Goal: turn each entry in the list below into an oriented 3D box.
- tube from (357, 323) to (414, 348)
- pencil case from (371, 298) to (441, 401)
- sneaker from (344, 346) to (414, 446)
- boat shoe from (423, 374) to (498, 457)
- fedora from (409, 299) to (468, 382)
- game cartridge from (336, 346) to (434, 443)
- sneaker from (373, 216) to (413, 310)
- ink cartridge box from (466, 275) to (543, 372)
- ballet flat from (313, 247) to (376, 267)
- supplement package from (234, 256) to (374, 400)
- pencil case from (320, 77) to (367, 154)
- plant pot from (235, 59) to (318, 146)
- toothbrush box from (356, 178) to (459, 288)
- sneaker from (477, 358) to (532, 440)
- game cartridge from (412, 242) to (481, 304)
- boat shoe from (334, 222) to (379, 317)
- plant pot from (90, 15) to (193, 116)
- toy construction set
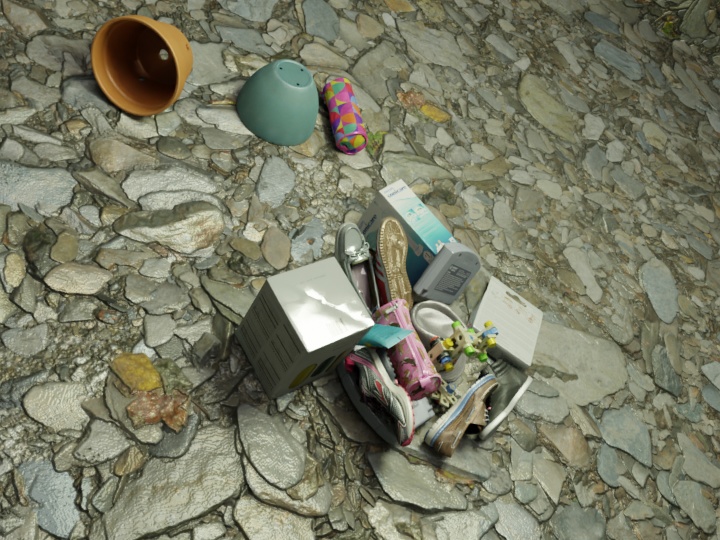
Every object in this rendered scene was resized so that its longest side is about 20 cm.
[{"bbox_3d":[0.003,0.120,1.295,0.077,0.199,0.051,-33,114,-40],"label":"tube"},{"bbox_3d":[0.087,0.151,1.308,0.086,0.083,0.201,33,28,-49],"label":"pencil case"},{"bbox_3d":[0.038,0.233,1.251,0.074,0.081,0.201,-17,59,-21],"label":"sneaker"},{"bbox_3d":[0.215,0.290,1.352,0.072,0.072,0.200,40,67,22],"label":"boat shoe"},{"bbox_3d":[0.161,0.132,1.442,0.199,0.090,0.177,32,48,-6],"label":"fedora"},{"bbox_3d":[0.042,0.230,1.333,0.133,0.041,0.201,-21,70,-42],"label":"game cartridge"},{"bbox_3d":[0.051,-0.007,1.444,0.071,0.112,0.202,-6,87,-26],"label":"sneaker"},{"bbox_3d":[0.334,0.124,1.587,0.162,0.050,0.200,35,39,-2],"label":"ink cartridge box"},{"bbox_3d":[-0.043,-0.013,1.445,0.199,0.074,0.075,-14,65,-38],"label":"ballet flat"},{"bbox_3d":[-0.106,0.106,1.235,0.151,0.200,0.151,-19,68,-37],"label":"supplement package"},{"bbox_3d":[-0.041,-0.387,1.712,0.088,0.089,0.201,3,54,-28],"label":"pencil case"},{"bbox_3d":[-0.180,-0.416,1.614,0.199,0.135,0.201,15,52,-19],"label":"plant pot"},{"bbox_3d":[0.098,-0.075,1.520,0.200,0.147,0.085,48,48,10],"label":"toothbrush box"},{"bbox_3d":[0.275,0.265,1.434,0.099,0.071,0.200,37,50,14],"label":"sneaker"},{"bbox_3d":[0.193,0.006,1.470,0.041,0.133,0.200,44,12,25],"label":"game cartridge"},{"bbox_3d":[-0.001,0.001,1.399,0.074,0.065,0.204,-15,101,-36],"label":"boat shoe"},{"bbox_3d":[-0.449,-0.447,1.461,0.199,0.201,0.140,33,31,-4],"label":"plant pot"},{"bbox_3d":[0.182,0.180,1.356,0.130,0.201,0.092,7,31,-40],"label":"toy construction set"}]
